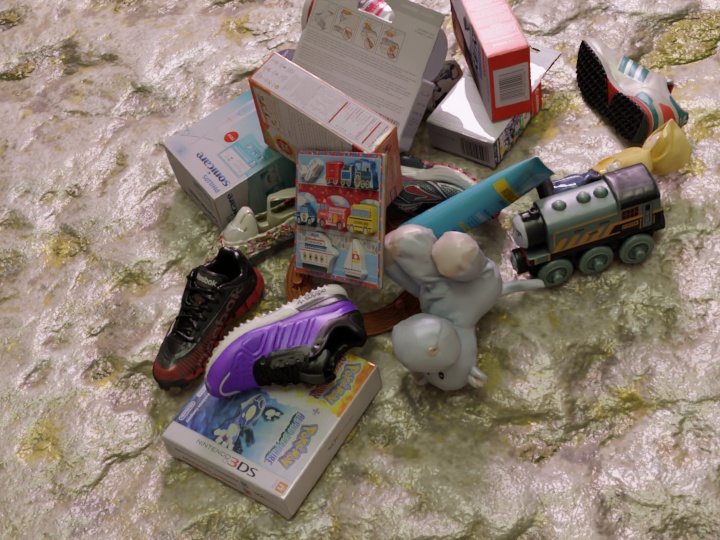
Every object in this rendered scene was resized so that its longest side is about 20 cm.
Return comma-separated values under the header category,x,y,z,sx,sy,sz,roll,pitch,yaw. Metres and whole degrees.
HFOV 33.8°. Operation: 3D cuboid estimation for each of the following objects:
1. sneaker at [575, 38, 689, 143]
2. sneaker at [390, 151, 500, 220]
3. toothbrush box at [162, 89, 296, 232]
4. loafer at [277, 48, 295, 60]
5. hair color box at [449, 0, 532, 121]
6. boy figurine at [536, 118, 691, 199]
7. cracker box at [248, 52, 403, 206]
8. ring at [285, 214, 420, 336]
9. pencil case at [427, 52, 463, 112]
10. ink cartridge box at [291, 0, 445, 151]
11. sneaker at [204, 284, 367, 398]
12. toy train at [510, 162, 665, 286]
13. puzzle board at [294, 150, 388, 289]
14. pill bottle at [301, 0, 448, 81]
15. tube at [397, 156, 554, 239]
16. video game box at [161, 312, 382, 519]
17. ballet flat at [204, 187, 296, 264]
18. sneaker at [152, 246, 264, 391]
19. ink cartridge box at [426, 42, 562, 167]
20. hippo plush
category,x,y,z,sx,sy,sz,roll,pitch,yaw
sneaker,0.367,-0.246,1.604,0.092,0.071,0.201,-10,45,-20
sneaker,0.090,-0.098,1.533,0.197,0.080,0.076,18,84,25
toothbrush box,-0.146,-0.159,1.620,0.199,0.086,0.146,-34,53,-14
loafer,-0.064,-0.252,1.702,0.072,0.063,0.199,-38,49,-16
hair color box,0.173,-0.311,1.595,0.063,0.112,0.202,-14,48,-1
boy figurine,0.317,-0.128,1.478,0.197,0.124,0.065,-22,90,6
cracker box,-0.041,-0.169,1.478,0.199,0.135,0.058,35,68,22
ring,0.000,0.000,1.499,0.197,0.019,0.203,-6,49,7
pencil case,0.059,-0.299,1.697,0.089,0.078,0.199,-37,53,-21
ink cartridge box,0.008,-0.274,1.536,0.198,0.045,0.179,28,102,27
sneaker,-0.079,0.097,1.342,0.198,0.070,0.100,-31,52,-14
toy train,0.272,-0.056,1.422,0.197,0.115,0.086,-16,48,-2
puzzle board,-0.030,-0.064,1.410,0.017,0.154,0.199,-1,6,-32
pill bottle,0.021,-0.324,1.614,0.199,0.112,0.111,32,63,34
tube,0.140,-0.080,1.443,0.198,0.077,0.051,-30,74,16
video game box,-0.101,0.161,1.368,0.180,0.047,0.201,22,58,25
ballet flat,-0.122,-0.065,1.548,0.198,0.065,0.076,-27,34,-11
sneaker,-0.194,0.051,1.446,0.070,0.099,0.201,21,59,25
ink cartridge box,0.188,-0.237,1.637,0.108,0.051,0.201,22,57,28
hippo plush,0.085,0.051,1.374,0.157,0.199,0.163,7,77,39
